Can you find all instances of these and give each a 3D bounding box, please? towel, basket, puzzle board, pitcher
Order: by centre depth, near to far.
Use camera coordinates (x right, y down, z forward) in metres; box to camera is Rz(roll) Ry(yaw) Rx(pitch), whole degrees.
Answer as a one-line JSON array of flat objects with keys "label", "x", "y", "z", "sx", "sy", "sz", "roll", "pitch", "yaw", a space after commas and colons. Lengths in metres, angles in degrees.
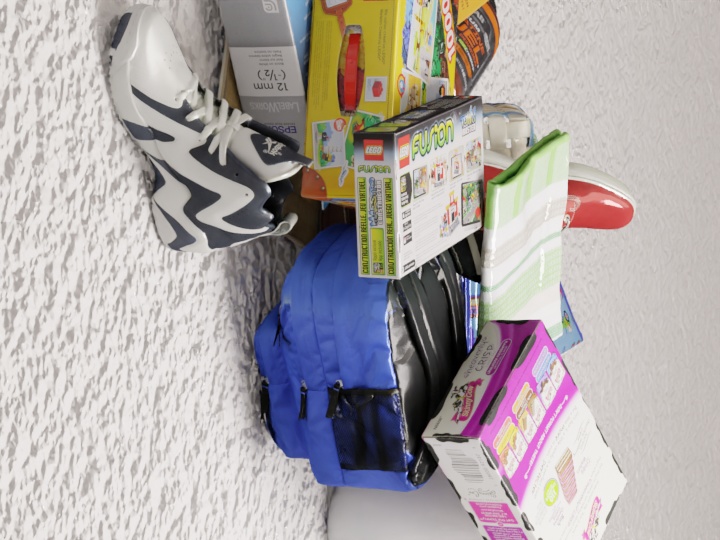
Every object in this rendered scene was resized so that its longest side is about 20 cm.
[{"label": "puzzle board", "x": -0.076, "y": -0.116, "z": 1.546, "sx": 0.200, "sy": 0.017, "sz": 0.152, "roll": 37, "pitch": 55, "yaw": -63}, {"label": "towel", "x": 0.144, "y": -0.006, "z": 1.585, "sx": 0.149, "sy": 0.031, "sz": 0.201, "roll": -41, "pitch": 138, "yaw": -52}, {"label": "pitcher", "x": 0.084, "y": 0.243, "z": 1.693, "sx": 0.172, "sy": 0.199, "sz": 0.122, "roll": 46, "pitch": 48, "yaw": -59}, {"label": "basket", "x": 0.114, "y": -0.086, "z": 1.866, "sx": 0.200, "sy": 0.138, "sz": 0.178, "roll": -168, "pitch": -105, "yaw": -77}]

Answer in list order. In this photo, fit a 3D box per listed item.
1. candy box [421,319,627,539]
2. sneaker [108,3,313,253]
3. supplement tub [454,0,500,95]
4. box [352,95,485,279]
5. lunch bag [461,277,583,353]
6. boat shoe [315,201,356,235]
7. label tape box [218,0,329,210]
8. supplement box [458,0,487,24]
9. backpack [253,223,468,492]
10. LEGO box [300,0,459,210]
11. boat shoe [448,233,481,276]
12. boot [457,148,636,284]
[{"label": "candy box", "x": 0.140, "y": 0.158, "z": 1.532, "sx": 0.137, "sy": 0.061, "sz": 0.201, "roll": -57, "pitch": 129, "yaw": -36}, {"label": "sneaker", "x": -0.100, "y": -0.104, "z": 1.342, "sx": 0.080, "sy": 0.129, "sz": 0.200, "roll": -52, "pitch": 136, "yaw": -57}, {"label": "supplement tub", "x": 0.073, "y": -0.215, "z": 1.786, "sx": 0.200, "sy": 0.106, "sz": 0.107, "roll": -59, "pitch": 142, "yaw": -52}, {"label": "box", "x": 0.049, "y": -0.069, "z": 1.426, "sx": 0.200, "sy": 0.035, "sz": 0.111, "roll": -29, "pitch": 119, "yaw": -64}, {"label": "lunch bag", "x": 0.167, "y": 0.003, "z": 2.053, "sx": 0.150, "sy": 0.094, "sz": 0.201, "roll": -19, "pitch": 98, "yaw": -63}, {"label": "boat shoe", "x": 0.000, "y": 0.000, "z": 1.654, "sx": 0.076, "sy": 0.071, "sz": 0.201, "roll": -17, "pitch": 106, "yaw": -66}, {"label": "label tape box", "x": -0.048, "y": -0.171, "z": 1.513, "sx": 0.143, "sy": 0.066, "sz": 0.201, "roll": -58, "pitch": 145, "yaw": -53}, {"label": "supplement box", "x": 0.073, "y": -0.264, "z": 1.670, "sx": 0.200, "sy": 0.068, "sz": 0.067, "roll": -45, "pitch": 126, "yaw": -48}, {"label": "backpack", "x": -0.002, "y": 0.062, "z": 1.522, "sx": 0.163, "sy": 0.167, "sz": 0.201, "roll": -55, "pitch": 143, "yaw": -61}, {"label": "LEGO box", "x": 0.018, "y": -0.150, "z": 1.492, "sx": 0.149, "sy": 0.077, "sz": 0.201, "roll": 11, "pitch": 82, "yaw": -68}, {"label": "boat shoe", "x": 0.043, "y": -0.064, "z": 1.599, "sx": 0.075, "sy": 0.066, "sz": 0.200, "roll": 79, "pitch": -14, "yaw": -60}, {"label": "boot", "x": 0.168, "y": -0.031, "z": 1.706, "sx": 0.073, "sy": 0.199, "sz": 0.145, "roll": 118, "pitch": -26, "yaw": -49}]
